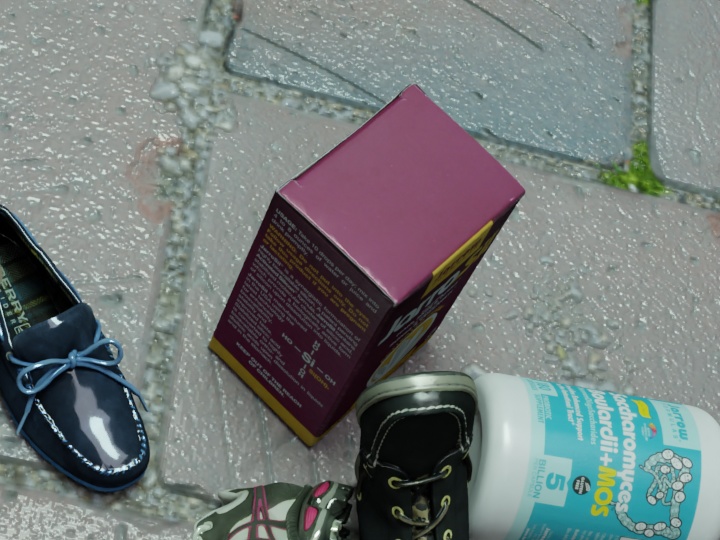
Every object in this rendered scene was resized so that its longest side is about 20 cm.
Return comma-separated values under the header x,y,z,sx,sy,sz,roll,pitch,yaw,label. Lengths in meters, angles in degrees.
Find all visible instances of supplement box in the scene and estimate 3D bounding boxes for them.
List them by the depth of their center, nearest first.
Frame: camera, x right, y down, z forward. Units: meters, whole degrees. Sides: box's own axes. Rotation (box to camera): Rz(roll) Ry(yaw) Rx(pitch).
x,y,z,sx,sy,sz,roll,pitch,yaw,label
0.000,0.000,1.194,0.103,0.200,0.131,44,58,10,supplement box

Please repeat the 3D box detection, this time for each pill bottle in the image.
x,y,z,sx,sy,sz,roll,pitch,yaw,label
0.161,0.134,1.221,0.199,0.111,0.111,10,58,-13,pill bottle

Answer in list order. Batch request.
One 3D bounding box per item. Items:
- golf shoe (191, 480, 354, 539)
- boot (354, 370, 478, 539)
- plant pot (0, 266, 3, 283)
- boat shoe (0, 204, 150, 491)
x,y,z,sx,sy,sz,roll,pitch,yaw,label
-0.063,0.185,1.108,0.088,0.077,0.200,8,18,9,golf shoe
0.039,0.156,1.117,0.073,0.204,0.154,-4,65,-7,boot
-0.320,-0.032,1.083,0.200,0.200,0.135,-24,111,-29,plant pot
-0.199,0.048,1.177,0.084,0.069,0.200,-32,74,-31,boat shoe
